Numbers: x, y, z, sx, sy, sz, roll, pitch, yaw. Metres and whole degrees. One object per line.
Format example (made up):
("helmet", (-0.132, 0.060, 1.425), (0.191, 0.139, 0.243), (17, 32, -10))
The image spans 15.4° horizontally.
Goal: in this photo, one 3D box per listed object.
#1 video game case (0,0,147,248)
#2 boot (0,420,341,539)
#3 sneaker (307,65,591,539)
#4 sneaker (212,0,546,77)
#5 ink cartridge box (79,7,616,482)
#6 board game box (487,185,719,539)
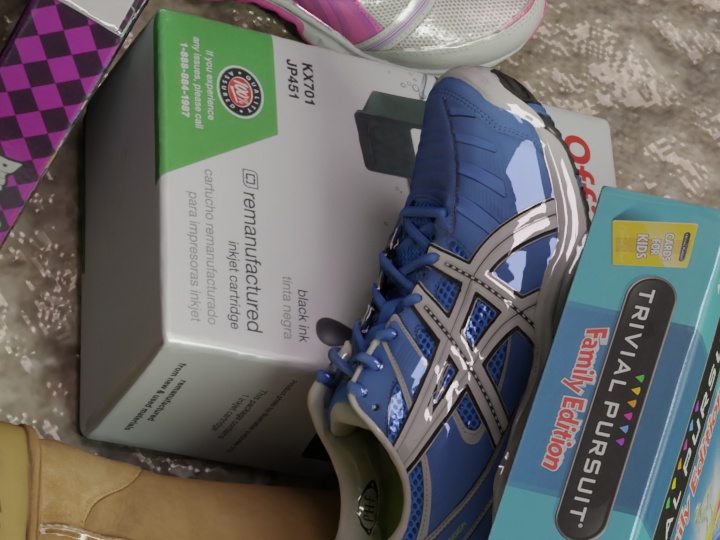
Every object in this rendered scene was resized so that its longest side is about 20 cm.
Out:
("video game case", (-0.097, -0.092, 0.935), (0.036, 0.200, 0.182), (30, 51, -8))
("boot", (-0.042, 0.139, 0.910), (0.199, 0.066, 0.176), (15, 56, -24))
("sneaker", (0.028, 0.027, 0.907), (0.077, 0.076, 0.201), (7, 81, -29))
("sneaker", (-0.006, -0.141, 1.092), (0.199, 0.088, 0.082), (16, 54, -21))
("ink cartridge box", (0.000, 0.000, 1.009), (0.199, 0.083, 0.147), (11, 57, -25))
("board game box", (0.095, 0.088, 0.901), (0.047, 0.200, 0.152), (12, 66, 19))
